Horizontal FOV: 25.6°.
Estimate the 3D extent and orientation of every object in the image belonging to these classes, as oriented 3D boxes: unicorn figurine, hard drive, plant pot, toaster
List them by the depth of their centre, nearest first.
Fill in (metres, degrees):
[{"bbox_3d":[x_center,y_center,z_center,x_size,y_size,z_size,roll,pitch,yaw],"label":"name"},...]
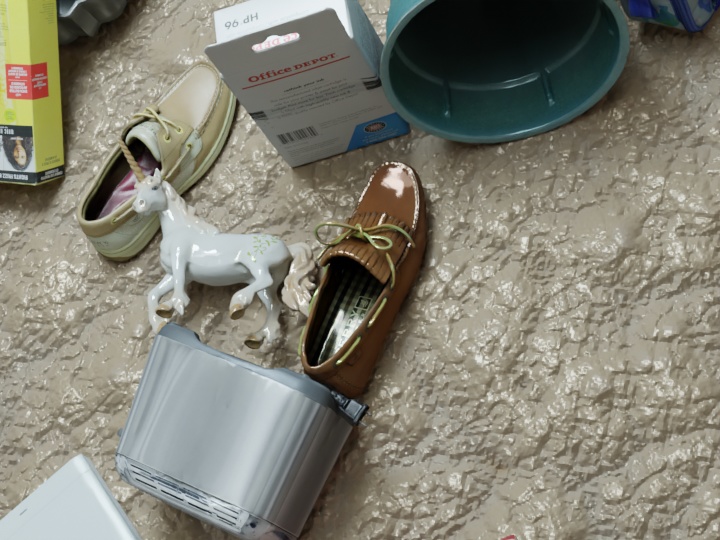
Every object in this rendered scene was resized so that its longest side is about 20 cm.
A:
[{"bbox_3d":[-0.096,0.135,1.240,0.198,0.114,0.130,20,78,24],"label":"toaster"},{"bbox_3d":[-0.224,0.265,1.277,0.132,0.026,0.200,-40,60,0],"label":"hard drive"},{"bbox_3d":[0.103,-0.244,1.296,0.198,0.201,0.198,-16,56,13],"label":"plant pot"},{"bbox_3d":[-0.130,-0.010,1.328,0.197,0.074,0.139,16,53,-6],"label":"unicorn figurine"}]

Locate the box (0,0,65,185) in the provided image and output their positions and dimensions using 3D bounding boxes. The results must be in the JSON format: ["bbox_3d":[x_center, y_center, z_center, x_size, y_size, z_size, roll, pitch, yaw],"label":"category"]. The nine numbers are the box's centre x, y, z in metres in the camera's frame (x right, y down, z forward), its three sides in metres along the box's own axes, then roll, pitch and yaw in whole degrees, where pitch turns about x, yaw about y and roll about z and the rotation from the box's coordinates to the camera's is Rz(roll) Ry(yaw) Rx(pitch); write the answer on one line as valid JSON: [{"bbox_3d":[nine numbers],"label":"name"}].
[{"bbox_3d":[-0.313,-0.182,1.433,0.074,0.050,0.203,7,105,22],"label":"box"}]

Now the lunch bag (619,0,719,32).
[{"bbox_3d":[0.245,-0.294,1.251,0.082,0.200,0.162,17,72,33],"label":"lunch bag"}]

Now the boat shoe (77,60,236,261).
[{"bbox_3d":[-0.179,-0.104,1.399,0.073,0.066,0.201,23,77,27],"label":"boat shoe"}]

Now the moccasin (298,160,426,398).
[{"bbox_3d":[-0.001,0.000,1.280,0.073,0.078,0.203,17,70,26],"label":"moccasin"}]

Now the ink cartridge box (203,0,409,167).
[{"bbox_3d":[-0.045,-0.172,1.303,0.115,0.200,0.069,-15,63,12],"label":"ink cartridge box"}]

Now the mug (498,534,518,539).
[{"bbox_3d":[0.037,0.261,1.126,0.198,0.134,0.179,-27,63,3],"label":"mug"}]

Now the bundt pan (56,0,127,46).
[{"bbox_3d":[-0.288,-0.299,1.519,0.199,0.076,0.204,-7,65,16],"label":"bundt pan"}]
